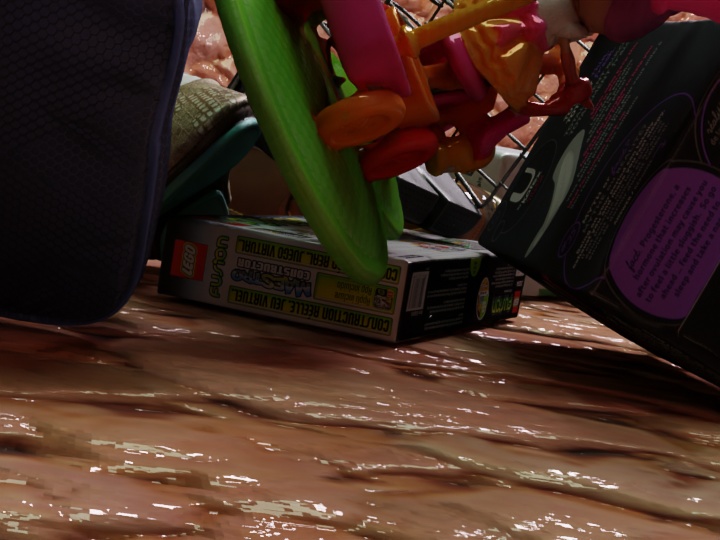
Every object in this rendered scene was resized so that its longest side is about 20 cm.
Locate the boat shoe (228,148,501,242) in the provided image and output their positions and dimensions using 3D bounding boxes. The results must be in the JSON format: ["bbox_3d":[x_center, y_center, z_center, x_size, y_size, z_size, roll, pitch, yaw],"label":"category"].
[{"bbox_3d":[-0.008,-0.041,0.966,0.200,0.072,0.068,14,-13,32],"label":"boat shoe"}]

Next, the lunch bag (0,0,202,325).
[{"bbox_3d":[-0.124,-0.084,0.577,0.135,0.200,0.133,10,48,-10],"label":"lunch bag"}]

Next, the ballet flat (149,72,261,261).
[{"bbox_3d":[-0.088,-0.051,0.776,0.070,0.065,0.200,-34,-5,-17],"label":"ballet flat"}]

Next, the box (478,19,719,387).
[{"bbox_3d":[0.139,-0.026,0.728,0.106,0.123,0.200,31,2,-11],"label":"box"}]

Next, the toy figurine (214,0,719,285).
[{"bbox_3d":[0.064,-0.092,0.650,0.183,0.151,0.200,-21,-16,10],"label":"toy figurine"}]

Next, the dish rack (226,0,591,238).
[{"bbox_3d":[0.048,-0.111,0.806,0.153,0.200,0.055,21,21,-47],"label":"dish rack"}]

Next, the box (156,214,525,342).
[{"bbox_3d":[0.000,0.000,0.808,0.110,0.035,0.200,11,5,19],"label":"box"}]

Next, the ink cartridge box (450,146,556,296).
[{"bbox_3d":[0.033,-0.042,1.077,0.199,0.083,0.146,14,7,35],"label":"ink cartridge box"}]
